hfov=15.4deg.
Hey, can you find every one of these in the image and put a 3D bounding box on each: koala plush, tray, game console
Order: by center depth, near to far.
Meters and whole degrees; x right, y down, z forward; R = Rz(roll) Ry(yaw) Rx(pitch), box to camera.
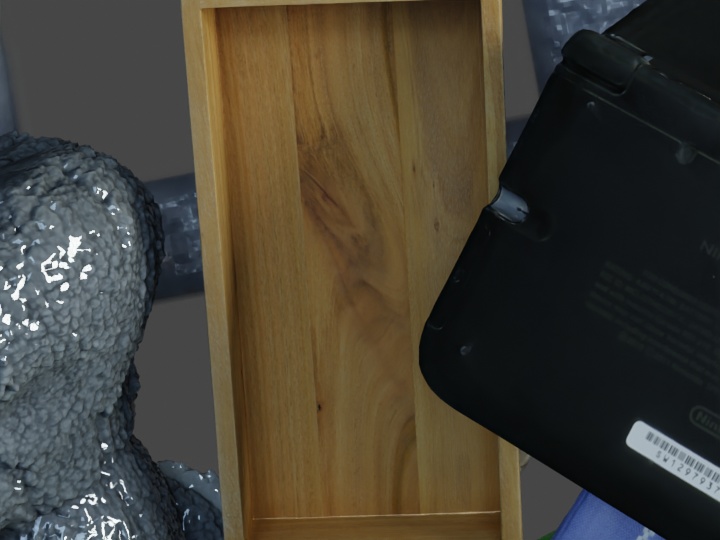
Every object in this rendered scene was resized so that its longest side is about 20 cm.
[{"bbox_3d":[0.149,0.005,0.804,0.199,0.116,0.177,30,99,23],"label":"game console"},{"bbox_3d":[0.000,0.000,0.855,0.098,0.037,0.201,-2,111,4],"label":"tray"},{"bbox_3d":[-0.120,0.070,0.900,0.183,0.177,0.201,-15,106,34],"label":"koala plush"}]

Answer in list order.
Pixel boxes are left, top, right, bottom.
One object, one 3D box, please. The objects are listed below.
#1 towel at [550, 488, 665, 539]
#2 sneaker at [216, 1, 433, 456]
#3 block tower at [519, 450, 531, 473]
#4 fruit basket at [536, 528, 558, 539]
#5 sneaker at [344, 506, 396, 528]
[{"bbox_3d":[0.125,0.147,0.788,0.200,0.024,0.145,36,101,23],"label":"towel"},{"bbox_3d":[-0.012,-0.045,0.919,0.075,0.116,0.201,7,112,2],"label":"sneaker"},{"bbox_3d":[0.076,-0.004,0.946,0.058,0.054,0.201,35,92,6],"label":"block tower"},{"bbox_3d":[0.128,0.186,0.909,0.215,0.155,0.217,5,82,-37],"label":"fruit basket"},{"bbox_3d":[-0.031,0.170,0.936,0.081,0.074,0.201,10,95,4],"label":"sneaker"}]
